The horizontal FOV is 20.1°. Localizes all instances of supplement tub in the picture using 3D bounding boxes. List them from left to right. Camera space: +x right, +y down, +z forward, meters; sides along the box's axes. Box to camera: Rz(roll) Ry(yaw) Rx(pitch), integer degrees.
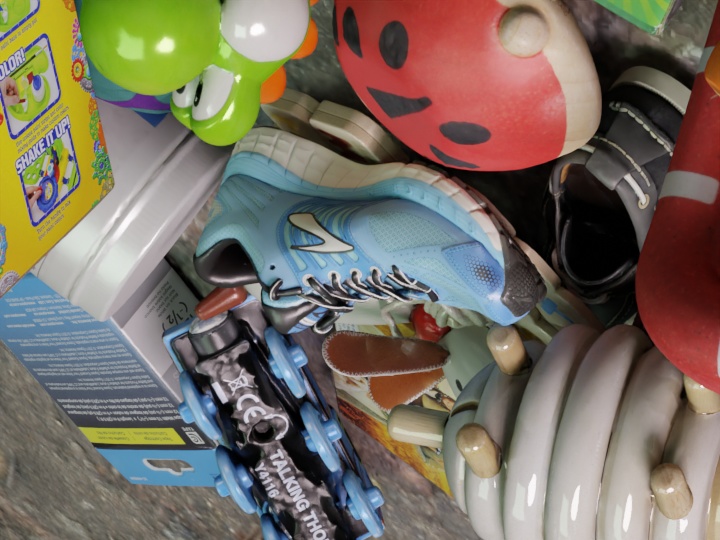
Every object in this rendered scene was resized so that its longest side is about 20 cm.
[{"bbox_3d":[-0.183,-0.081,1.129,0.200,0.132,0.132,37,149,-1],"label":"supplement tub"}]

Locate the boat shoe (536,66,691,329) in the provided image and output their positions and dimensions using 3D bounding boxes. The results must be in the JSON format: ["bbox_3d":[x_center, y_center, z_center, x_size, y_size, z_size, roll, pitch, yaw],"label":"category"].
[{"bbox_3d":[0.112,-0.018,0.975,0.072,0.068,0.200,31,153,11],"label":"boat shoe"}]

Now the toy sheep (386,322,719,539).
[{"bbox_3d":[0.106,0.084,0.930,0.199,0.138,0.138,15,142,22],"label":"toy sheep"}]

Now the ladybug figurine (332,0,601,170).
[{"bbox_3d":[0.038,-0.095,0.877,0.136,0.072,0.200,51,175,-7],"label":"ladybug figurine"}]

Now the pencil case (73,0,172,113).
[{"bbox_3d":[-0.105,-0.164,0.988,0.200,0.085,0.093,105,146,-57],"label":"pencil case"}]

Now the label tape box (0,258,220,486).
[{"bbox_3d":[-0.155,0.055,1.344,0.143,0.066,0.200,-5,131,49],"label":"label tape box"}]

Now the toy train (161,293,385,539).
[{"bbox_3d":[-0.052,0.102,1.256,0.200,0.086,0.114,62,-177,-19],"label":"toy train"}]

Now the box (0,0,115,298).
[{"bbox_3d":[-0.249,-0.103,0.982,0.199,0.122,0.193,8,124,25],"label":"box"}]

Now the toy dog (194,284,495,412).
[{"bbox_3d":[-0.009,0.027,1.062,0.200,0.096,0.132,38,175,36],"label":"toy dog"}]

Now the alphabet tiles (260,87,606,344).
[{"bbox_3d":[0.034,-0.020,1.027,0.200,0.015,0.195,44,169,-34],"label":"alphabet tiles"}]

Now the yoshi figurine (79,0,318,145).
[{"bbox_3d":[-0.060,-0.151,0.849,0.112,0.112,0.201,15,106,0],"label":"yoshi figurine"}]

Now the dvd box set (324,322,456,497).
[{"bbox_3d":[0.058,0.082,1.154,0.200,0.029,0.147,35,152,30],"label":"dvd box set"}]

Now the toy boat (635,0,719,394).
[{"bbox_3d":[0.164,-0.050,0.741,0.130,0.201,0.131,11,168,35],"label":"toy boat"}]

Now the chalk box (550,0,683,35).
[{"bbox_3d":[0.095,-0.183,0.723,0.124,0.125,0.200,32,147,9],"label":"chalk box"}]

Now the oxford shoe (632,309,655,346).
[{"bbox_3d":[0.174,0.049,1.001,0.070,0.075,0.201,22,125,23],"label":"oxford shoe"}]

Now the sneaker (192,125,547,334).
[{"bbox_3d":[0.000,0.000,0.941,0.200,0.090,0.078,16,157,44],"label":"sneaker"}]
